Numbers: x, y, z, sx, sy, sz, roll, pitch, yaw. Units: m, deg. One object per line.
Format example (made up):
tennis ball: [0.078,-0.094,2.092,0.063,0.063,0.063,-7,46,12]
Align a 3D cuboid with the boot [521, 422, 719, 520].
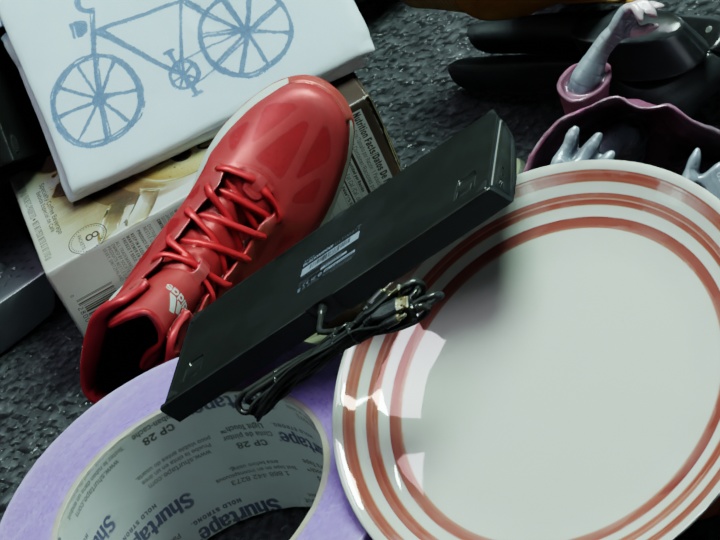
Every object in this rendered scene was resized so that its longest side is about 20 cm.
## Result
boot: [0.114,0.055,0.980,0.106,0.076,0.200,-8,33,-4]

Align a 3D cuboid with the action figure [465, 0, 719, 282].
action figure: [0.138,-0.037,1.036,0.149,0.134,0.200,-51,2,4]

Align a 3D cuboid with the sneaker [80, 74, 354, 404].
sneaker: [-0.071,-0.005,1.083,0.201,0.078,0.116,-57,5,10]

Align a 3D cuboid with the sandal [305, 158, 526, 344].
sandal: [-0.001,0.001,1.080,0.200,0.057,0.080,-30,19,20]

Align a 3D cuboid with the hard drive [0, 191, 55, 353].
hard drive: [-0.278,0.035,1.257,0.199,0.042,0.135,-31,36,-8]

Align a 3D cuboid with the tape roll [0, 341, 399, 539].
tape roll: [-0.062,0.131,0.974,0.199,0.085,0.201,-18,37,14]

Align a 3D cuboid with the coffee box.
coffee box: [-0.084,-0.047,1.203,0.199,0.080,0.113,-29,36,-3]

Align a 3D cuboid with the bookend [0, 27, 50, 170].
bookend: [-0.276,-0.084,1.280,0.199,0.093,0.199,-20,5,13]

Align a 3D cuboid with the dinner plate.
dinner plate: [0.080,0.045,0.890,0.199,0.024,0.201,-16,55,24]

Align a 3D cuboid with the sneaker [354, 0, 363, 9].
sneaker: [0.004,-0.192,1.340,0.200,0.082,0.073,-43,45,10]

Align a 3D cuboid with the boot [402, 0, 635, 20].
boot: [0.131,-0.177,1.190,0.200,0.071,0.143,-24,20,-39]

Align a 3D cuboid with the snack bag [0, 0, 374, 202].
snack bag: [-0.115,-0.164,1.170,0.188,0.201,0.021,-26,-7,4]

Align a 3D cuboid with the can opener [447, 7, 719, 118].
can opener: [0.127,-0.122,1.181,0.199,0.079,0.063,9,53,52]

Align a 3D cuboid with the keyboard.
keyboard: [-0.011,0.012,0.944,0.199,0.021,0.127,-34,23,27]
